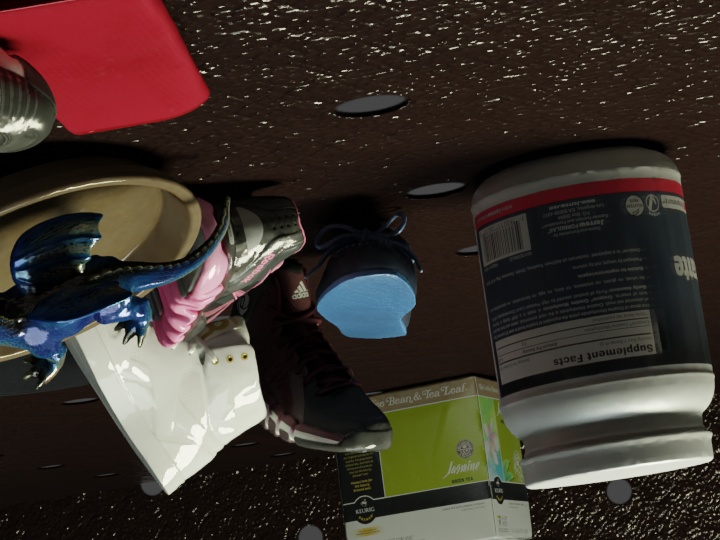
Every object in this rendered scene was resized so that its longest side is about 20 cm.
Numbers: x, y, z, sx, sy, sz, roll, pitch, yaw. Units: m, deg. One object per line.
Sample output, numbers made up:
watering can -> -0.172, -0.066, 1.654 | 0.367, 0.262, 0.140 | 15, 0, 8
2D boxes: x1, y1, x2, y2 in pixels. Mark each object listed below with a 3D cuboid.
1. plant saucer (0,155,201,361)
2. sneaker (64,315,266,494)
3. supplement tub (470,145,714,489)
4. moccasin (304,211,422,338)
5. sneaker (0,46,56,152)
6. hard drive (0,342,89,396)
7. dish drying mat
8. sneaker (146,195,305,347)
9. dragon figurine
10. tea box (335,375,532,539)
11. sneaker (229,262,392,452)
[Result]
plant saucer -> -0.187, -0.006, 1.159 | 0.198, 0.030, 0.200 | -22, 158, -9
sneaker -> -0.141, 0.050, 1.430 | 0.115, 0.201, 0.074 | -35, -148, -10
supplement tub -> 0.151, 0.032, 1.308 | 0.139, 0.202, 0.140 | -8, 171, -1
moccasin -> 0.000, 0.000, 1.408 | 0.080, 0.069, 0.200 | 0, 168, -3
sneaker -> -0.211, -0.051, 0.801 | 0.198, 0.091, 0.066 | 5, 150, -34
hard drive -> -0.266, 0.051, 1.473 | 0.198, 0.043, 0.135 | -2, 154, -30
dish drying mat -> -0.116, -0.097, 0.899 | 0.076, 0.018, 0.200 | -8, 169, 2
sneaker -> -0.089, -0.005, 1.311 | 0.095, 0.080, 0.200 | -17, 175, -20
dragon figurine -> -0.156, 0.008, 1.106 | 0.198, 0.059, 0.100 | -23, 160, -6
tea box -> 0.086, 0.243, 2.468 | 0.198, 0.199, 0.133 | -11, 169, 23
sneaker -> -0.044, 0.057, 1.502 | 0.075, 0.117, 0.199 | -1, -164, -40
